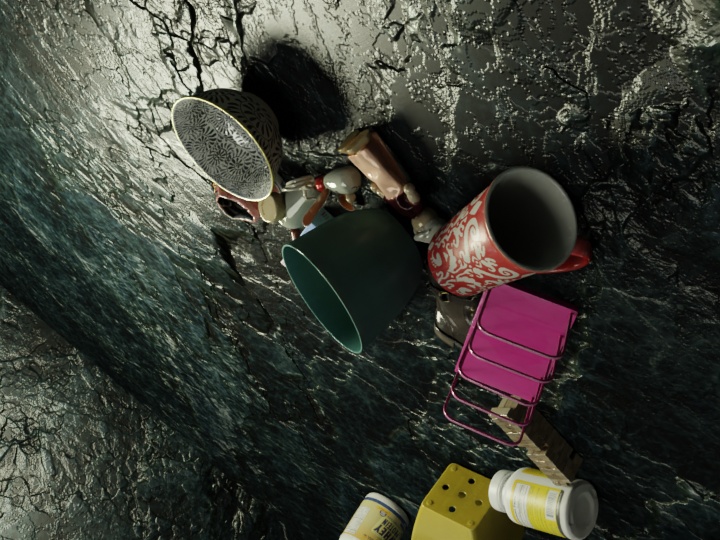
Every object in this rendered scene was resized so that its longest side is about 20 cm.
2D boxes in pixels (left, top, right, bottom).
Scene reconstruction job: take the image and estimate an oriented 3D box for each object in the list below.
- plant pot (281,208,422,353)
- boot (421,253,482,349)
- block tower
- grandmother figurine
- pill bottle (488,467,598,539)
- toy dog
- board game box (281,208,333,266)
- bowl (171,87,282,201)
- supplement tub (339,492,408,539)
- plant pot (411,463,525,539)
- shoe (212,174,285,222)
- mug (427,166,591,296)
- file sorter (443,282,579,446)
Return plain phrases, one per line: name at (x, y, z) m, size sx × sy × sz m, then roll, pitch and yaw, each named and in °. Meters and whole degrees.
plant pot at (0.000, 0.000, 1.341) m, size 0.201 × 0.160 × 0.201 m, roll 47°, pitch 161°, yaw 21°
boot at (0.183, 0.064, 1.353) m, size 0.198 × 0.069 × 0.175 m, roll 20°, pitch 144°, yaw 25°
block tower at (0.321, 0.305, 1.557) m, size 0.200 × 0.058 × 0.054 m, roll 45°, pitch 151°, yaw -17°
grandmother figurine at (0.055, -0.117, 1.251) m, size 0.200 × 0.061 × 0.121 m, roll 47°, pitch 178°, yaw -21°
pill bottle at (0.349, 0.445, 1.669) m, size 0.199 × 0.112 × 0.112 m, roll 1°, pitch 135°, yaw 49°
toy dog at (-0.076, -0.097, 1.371) m, size 0.199 × 0.131 × 0.098 m, roll -10°, pitch 98°, yaw 65°
board game box at (-0.033, 0.003, 1.538) m, size 0.199 × 0.043 × 0.200 m, roll 41°, pitch 152°, yaw -2°
bowl at (-0.189, -0.215, 1.345) m, size 0.199 × 0.094 × 0.202 m, roll 29°, pitch 149°, yaw 19°
supplement tub at (0.029, 0.735, 2.376) m, size 0.143 × 0.201 × 0.145 m, roll 28°, pitch 151°, yaw 17°
plant pot at (0.229, 0.549, 1.896) m, size 0.198 × 0.200 × 0.178 m, roll 18°, pitch 135°, yaw 33°
shoe at (-0.233, -0.158, 1.485) m, size 0.199 × 0.091 × 0.072 m, roll 28°, pitch 151°, yaw 18°
mug at (0.192, -0.024, 1.147) m, size 0.177 × 0.134 × 0.200 m, roll 43°, pitch 155°, yaw -6°
file sorter at (0.216, 0.139, 1.275) m, size 0.137 × 0.126 × 0.202 m, roll 21°, pitch 130°, yaw 8°
